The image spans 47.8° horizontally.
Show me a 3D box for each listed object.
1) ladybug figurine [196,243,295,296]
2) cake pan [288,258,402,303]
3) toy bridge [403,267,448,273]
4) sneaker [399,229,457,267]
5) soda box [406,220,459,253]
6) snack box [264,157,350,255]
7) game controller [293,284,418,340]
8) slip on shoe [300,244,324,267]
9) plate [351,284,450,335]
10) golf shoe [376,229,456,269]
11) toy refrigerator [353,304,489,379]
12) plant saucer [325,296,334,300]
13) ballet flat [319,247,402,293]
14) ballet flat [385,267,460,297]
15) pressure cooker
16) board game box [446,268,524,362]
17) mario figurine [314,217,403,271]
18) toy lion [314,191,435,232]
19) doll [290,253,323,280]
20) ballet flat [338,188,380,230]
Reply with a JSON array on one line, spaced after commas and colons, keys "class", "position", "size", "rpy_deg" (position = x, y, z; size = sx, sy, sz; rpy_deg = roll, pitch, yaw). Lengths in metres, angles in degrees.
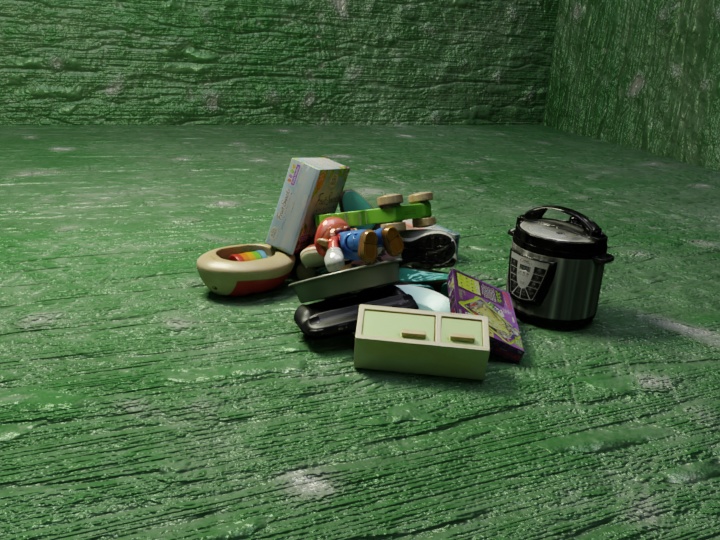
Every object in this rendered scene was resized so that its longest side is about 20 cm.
[{"class": "ladybug figurine", "position": [-0.207, 0.000, 1.494], "size": [0.198, 0.073, 0.135], "rpy_deg": [-9, 23, -35]}, {"class": "cake pan", "position": [-0.022, 0.019, 1.371], "size": [0.198, 0.037, 0.200], "rpy_deg": [-13, -2, 0]}, {"class": "toy bridge", "position": [0.111, 0.015, 1.598], "size": [0.197, 0.028, 0.067], "rpy_deg": [1, 17, -6]}, {"class": "sneaker", "position": [0.089, -0.044, 1.543], "size": [0.197, 0.075, 0.079], "rpy_deg": [2, 13, 17]}, {"class": "soda box", "position": [0.130, -0.075, 1.814], "size": [0.068, 0.064, 0.199], "rpy_deg": [-9, 23, -35]}, {"class": "snack box", "position": [-0.099, -0.129, 1.568], "size": [0.067, 0.171, 0.200], "rpy_deg": [22, 12, 10]}, {"class": "game controller", "position": [-0.007, 0.066, 1.322], "size": [0.198, 0.043, 0.104], "rpy_deg": [-12, 17, -20]}, {"class": "slip on shoe", "position": [-0.063, -0.044, 1.540], "size": [0.073, 0.062, 0.200], "rpy_deg": [-16, -1, 22]}, {"class": "plate", "position": [0.069, 0.083, 1.348], "size": [0.197, 0.026, 0.201], "rpy_deg": [1, 30, -1]}, {"class": "golf shoe", "position": [0.097, -0.037, 1.598], "size": [0.197, 0.079, 0.097], "rpy_deg": [-2, 21, -14]}, {"class": "toy refrigerator", "position": [0.091, 0.105, 1.222], "size": [0.197, 0.071, 0.076], "rpy_deg": [6, 40, 3]}, {"class": "plant saucer", "position": [0.026, 0.074, 1.417], "size": [0.197, 0.019, 0.070], "rpy_deg": [9, 19, 8]}, {"class": "ballet flat", "position": [0.000, 0.000, 1.511], "size": [0.199, 0.072, 0.069], "rpy_deg": [-29, -5, 39]}, {"class": "ballet flat", "position": [0.146, 0.024, 1.497], "size": [0.197, 0.068, 0.071], "rpy_deg": [5, 45, 7]}, {"class": "pressure cooker", "position": [0.354, -0.016, 1.475], "size": [0.173, 0.203, 0.179], "rpy_deg": [5, 19, 1]}, {"class": "board game box", "position": [0.205, 0.071, 1.357], "size": [0.119, 0.033, 0.201], "rpy_deg": [20, 25, -6]}, {"class": "mario figurine", "position": [-0.008, -0.029, 1.369], "size": [0.123, 0.107, 0.199], "rpy_deg": [27, -11, -27]}, {"class": "toy lion", "position": [0.019, -0.101, 1.520], "size": [0.190, 0.070, 0.199], "rpy_deg": [-5, 4, 32]}, {"class": "doll", "position": [-0.130, -0.024, 1.623], "size": [0.135, 0.049, 0.200], "rpy_deg": [-7, 25, -17]}, {"class": "ballet flat", "position": [0.020, -0.080, 1.668], "size": [0.200, 0.071, 0.071], "rpy_deg": [47, 15, -10]}]
